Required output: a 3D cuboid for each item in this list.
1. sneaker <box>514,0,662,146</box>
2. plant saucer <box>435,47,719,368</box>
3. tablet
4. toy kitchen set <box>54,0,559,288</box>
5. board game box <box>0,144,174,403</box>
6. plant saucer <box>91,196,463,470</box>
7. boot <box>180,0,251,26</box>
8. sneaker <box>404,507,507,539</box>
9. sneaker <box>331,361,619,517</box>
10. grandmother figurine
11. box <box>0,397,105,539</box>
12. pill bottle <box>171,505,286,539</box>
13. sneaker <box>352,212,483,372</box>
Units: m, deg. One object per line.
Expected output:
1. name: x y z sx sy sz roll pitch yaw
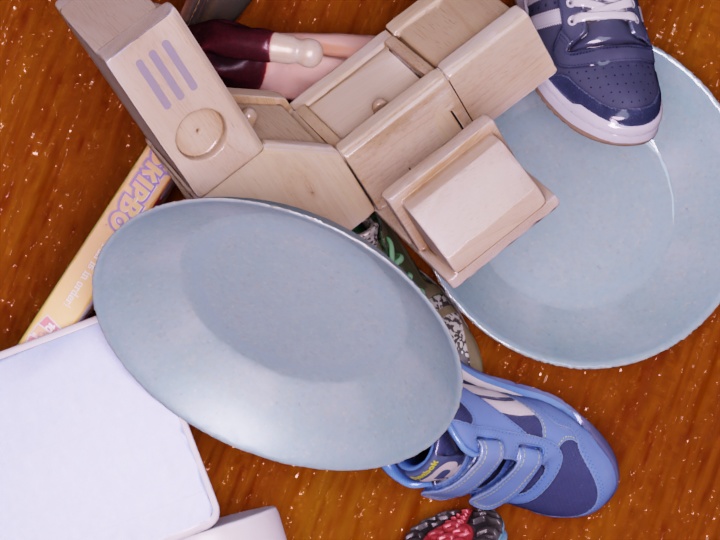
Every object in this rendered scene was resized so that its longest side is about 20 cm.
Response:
1. sneaker: 0.131 -0.171 1.269 0.070 0.109 0.201 -1 49 -17
2. plant saucer: 0.127 -0.041 1.329 0.200 0.039 0.202 1 81 -7
3. tablet: -0.189 0.111 1.220 0.199 0.014 0.131 -21 88 -8
4. toy kitchen set: -0.006 -0.099 1.153 0.200 0.163 0.181 -38 129 -5
5. board game box: -0.153 0.001 1.286 0.030 0.096 0.200 35 84 -3
6. plant saucer: -0.039 0.024 1.165 0.200 0.201 0.039 24 50 -3
7. boot: -0.014 -0.192 1.322 0.097 0.075 0.200 41 82 1
8. sneaker: 0.045 0.221 1.258 0.079 0.200 0.096 -7 117 35
9. sneaker: 0.059 0.099 1.276 0.199 0.082 0.074 27 124 -19
10. grandmother figurine: -0.062 -0.119 1.290 0.199 0.121 0.061 9 67 -25
11. box: -0.198 0.182 1.270 0.124 0.097 0.201 -12 87 -6
12. pill bottle: -0.062 0.241 1.270 0.114 0.114 0.201 -16 88 -6
13. sneaker: 0.000 0.000 1.303 0.077 0.089 0.200 -39 91 -6
